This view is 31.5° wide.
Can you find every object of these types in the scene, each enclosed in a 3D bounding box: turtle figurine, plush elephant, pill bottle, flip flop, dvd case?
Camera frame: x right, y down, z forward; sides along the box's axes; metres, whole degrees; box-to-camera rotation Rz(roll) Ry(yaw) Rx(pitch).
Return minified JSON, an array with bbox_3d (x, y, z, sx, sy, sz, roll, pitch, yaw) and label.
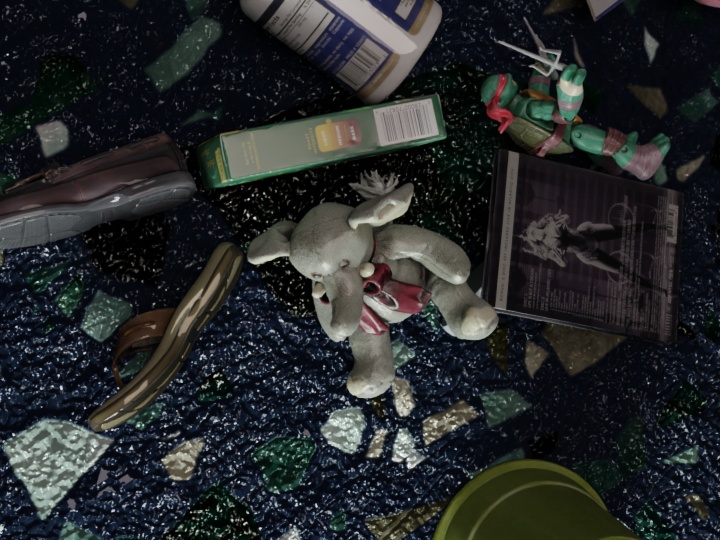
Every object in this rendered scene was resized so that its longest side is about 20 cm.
[{"bbox_3d":[0.183,-0.152,1.186,0.199,0.150,0.101,29,107,-19],"label":"turtle figurine"},{"bbox_3d":[0.000,0.000,1.104,0.155,0.164,0.201,1,70,-56],"label":"plush elephant"},{"bbox_3d":[-0.036,-0.246,1.126,0.200,0.111,0.111,35,80,-14],"label":"pill bottle"},{"bbox_3d":[-0.174,0.053,1.104,0.057,0.081,0.200,33,79,4],"label":"flip flop"},{"bbox_3d":[0.208,-0.020,1.181,0.199,0.016,0.150,11,76,-19],"label":"dvd case"}]

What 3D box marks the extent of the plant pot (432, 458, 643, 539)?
[{"bbox_3d":[0.185,0.281,1.147,0.199,0.190,0.201,0,89,-16],"label":"plant pot"}]

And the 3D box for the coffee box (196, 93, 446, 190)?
[{"bbox_3d":[-0.037,-0.113,1.119,0.199,0.123,0.044,-13,94,-15],"label":"coffee box"}]

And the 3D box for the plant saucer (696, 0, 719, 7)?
[{"bbox_3d":[0.354,-0.361,1.248,0.200,0.051,0.202,-10,109,-32],"label":"plant saucer"}]

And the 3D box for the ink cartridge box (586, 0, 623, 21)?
[{"bbox_3d":[0.248,-0.378,1.226,0.197,0.047,0.201,-38,124,-20],"label":"ink cartridge box"}]

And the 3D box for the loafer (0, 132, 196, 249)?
[{"bbox_3d":[-0.243,-0.069,1.093,0.199,0.072,0.063,-15,74,-22],"label":"loafer"}]

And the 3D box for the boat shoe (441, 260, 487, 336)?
[{"bbox_3d":[0.169,0.007,1.204,0.091,0.071,0.200,45,76,-7],"label":"boat shoe"}]
